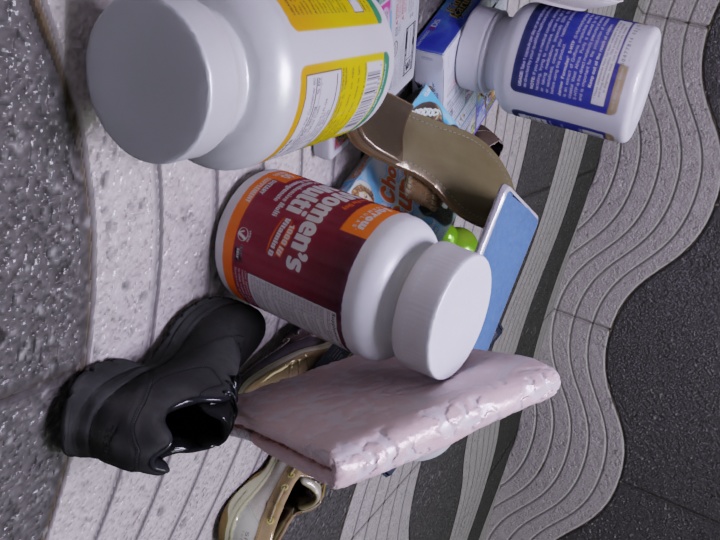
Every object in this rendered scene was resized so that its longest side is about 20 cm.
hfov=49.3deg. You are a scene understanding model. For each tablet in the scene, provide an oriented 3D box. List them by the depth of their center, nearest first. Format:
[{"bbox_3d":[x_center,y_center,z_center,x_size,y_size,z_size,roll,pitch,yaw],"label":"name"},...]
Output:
[{"bbox_3d":[0.114,0.028,0.741,0.130,0.013,0.204,20,92,-63],"label":"tablet"}]

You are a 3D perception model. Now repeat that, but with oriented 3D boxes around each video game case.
[{"bbox_3d":[0.008,-0.230,0.704,0.183,0.023,0.203,-51,152,-43],"label":"video game case"},{"bbox_3d":[0.120,-0.239,0.949,0.201,0.045,0.184,-56,153,-34],"label":"video game case"}]

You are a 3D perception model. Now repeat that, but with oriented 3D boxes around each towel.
[{"bbox_3d":[0.015,0.097,0.583,0.197,0.189,0.033,-16,99,-32],"label":"towel"}]

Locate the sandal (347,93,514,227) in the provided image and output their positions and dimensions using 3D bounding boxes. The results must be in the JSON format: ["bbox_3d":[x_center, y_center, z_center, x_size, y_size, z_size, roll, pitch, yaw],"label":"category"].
[{"bbox_3d":[0.059,-0.102,0.754,0.209,0.069,0.079,27,72,-32],"label":"sandal"}]

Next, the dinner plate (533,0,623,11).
[{"bbox_3d":[0.176,-0.301,0.822,0.200,0.197,0.025,-33,142,-58],"label":"dinner plate"}]

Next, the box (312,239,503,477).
[{"bbox_3d":[0.044,0.088,0.772,0.201,0.051,0.158,-50,138,-9],"label":"box"}]

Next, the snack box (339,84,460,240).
[{"bbox_3d":[0.053,-0.089,0.825,0.116,0.037,0.201,47,53,-18],"label":"snack box"}]

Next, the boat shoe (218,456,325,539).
[{"bbox_3d":[-0.071,0.229,0.836,0.200,0.065,0.075,-46,148,-49],"label":"boat shoe"}]

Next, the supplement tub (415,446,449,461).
[{"bbox_3d":[0.073,0.142,1.041,0.133,0.130,0.203,-53,154,-39],"label":"supplement tub"}]

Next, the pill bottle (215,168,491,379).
[{"bbox_3d":[-0.007,0.001,0.594,0.109,0.197,0.112,-35,136,-43],"label":"pill bottle"}]

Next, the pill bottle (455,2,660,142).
[{"bbox_3d":[0.209,-0.221,0.848,0.120,0.196,0.122,-50,151,-42],"label":"pill bottle"}]

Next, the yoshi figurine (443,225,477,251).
[{"bbox_3d":[0.124,0.023,1.120,0.112,0.110,0.204,-65,163,-63],"label":"yoshi figurine"}]

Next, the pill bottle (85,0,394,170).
[{"bbox_3d":[-0.065,-0.125,0.480,0.199,0.111,0.115,-35,140,-58],"label":"pill bottle"}]

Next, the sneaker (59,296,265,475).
[{"bbox_3d":[-0.117,0.085,0.563,0.200,0.089,0.078,-41,144,-55],"label":"sneaker"}]

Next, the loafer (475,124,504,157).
[{"bbox_3d":[0.139,-0.127,1.058,0.202,0.070,0.074,-60,157,-28],"label":"loafer"}]

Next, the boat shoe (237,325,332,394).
[{"bbox_3d":[-0.047,0.083,0.769,0.198,0.064,0.073,-26,132,-36],"label":"boat shoe"}]
